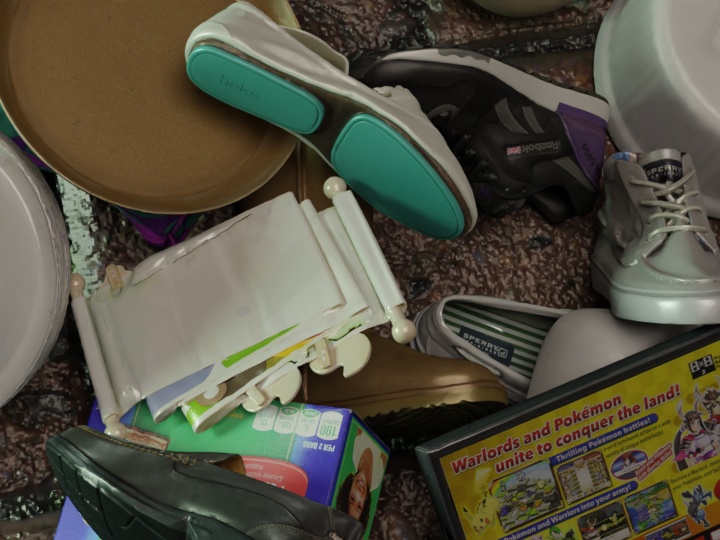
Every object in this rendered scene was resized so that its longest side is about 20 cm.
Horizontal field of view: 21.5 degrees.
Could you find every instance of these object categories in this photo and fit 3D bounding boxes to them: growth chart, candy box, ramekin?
[{"bbox_3d":[-0.073,0.025,1.087,0.199,0.018,0.145,-21,54,9],"label":"growth chart"},{"bbox_3d":[-0.090,0.173,1.068,0.168,0.077,0.201,4,69,25],"label":"candy box"},{"bbox_3d":[0.264,-0.141,1.265,0.199,0.098,0.201,3,73,-11],"label":"ramekin"}]

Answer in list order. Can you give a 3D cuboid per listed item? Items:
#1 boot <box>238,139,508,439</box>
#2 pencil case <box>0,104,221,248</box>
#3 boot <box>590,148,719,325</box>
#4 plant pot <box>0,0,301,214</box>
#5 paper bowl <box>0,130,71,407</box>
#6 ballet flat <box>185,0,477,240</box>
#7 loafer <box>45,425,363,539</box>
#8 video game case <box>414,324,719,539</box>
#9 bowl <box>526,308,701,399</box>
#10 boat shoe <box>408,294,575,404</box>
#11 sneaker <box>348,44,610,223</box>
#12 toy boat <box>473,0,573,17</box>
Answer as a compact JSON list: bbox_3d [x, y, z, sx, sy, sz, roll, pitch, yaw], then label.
[{"bbox_3d":[0.000,0.000,1.153,0.174,0.066,0.201,-8,73,20],"label":"boot"},{"bbox_3d":[-0.182,-0.088,1.165,0.199,0.085,0.093,25,68,-4],"label":"pencil case"},{"bbox_3d":[0.180,-0.025,1.151,0.073,0.200,0.096,-2,99,-9],"label":"boot"},{"bbox_3d":[-0.126,-0.122,1.124,0.199,0.027,0.201,9,67,-22],"label":"plant pot"},{"bbox_3d":[-0.269,0.001,1.077,0.200,0.104,0.202,0,94,-2],"label":"paper bowl"},{"bbox_3d":[-0.008,-0.096,1.117,0.200,0.069,0.070,32,70,-5],"label":"ballet flat"},{"bbox_3d":[-0.086,0.128,1.011,0.200,0.073,0.072,27,56,32],"label":"loafer"},{"bbox_3d":[0.149,0.148,1.076,0.199,0.025,0.182,-21,97,-17],"label":"video game case"},{"bbox_3d":[0.195,0.131,1.143,0.199,0.075,0.201,11,88,-18],"label":"bowl"},{"bbox_3d":[0.129,0.062,1.191,0.199,0.067,0.074,11,71,-8],"label":"boat shoe"},{"bbox_3d":[0.078,-0.082,1.196,0.199,0.076,0.088,12,75,-32],"label":"sneaker"},{"bbox_3d":[0.126,-0.264,1.279,0.199,0.131,0.131,-28,50,-19],"label":"toy boat"}]
